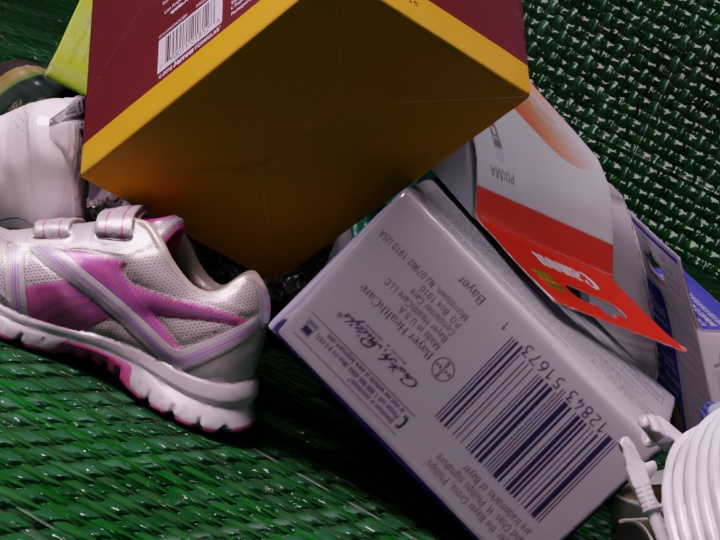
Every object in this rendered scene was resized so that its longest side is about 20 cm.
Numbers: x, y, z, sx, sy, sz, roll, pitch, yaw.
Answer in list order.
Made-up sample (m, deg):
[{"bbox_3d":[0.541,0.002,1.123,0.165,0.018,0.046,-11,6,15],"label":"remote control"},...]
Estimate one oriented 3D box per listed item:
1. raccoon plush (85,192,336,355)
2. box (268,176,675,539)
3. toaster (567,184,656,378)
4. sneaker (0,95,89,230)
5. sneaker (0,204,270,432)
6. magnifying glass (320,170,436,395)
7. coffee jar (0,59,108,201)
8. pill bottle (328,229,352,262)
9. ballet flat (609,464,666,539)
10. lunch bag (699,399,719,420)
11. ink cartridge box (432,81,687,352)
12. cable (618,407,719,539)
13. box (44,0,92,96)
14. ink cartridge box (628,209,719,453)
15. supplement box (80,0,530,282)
[{"bbox_3d":[-0.078,-0.049,1.540,0.134,0.201,0.097,32,-25,-11],"label":"raccoon plush"},{"bbox_3d":[0.064,0.050,1.445,0.184,0.105,0.200,46,9,3],"label":"box"},{"bbox_3d":[0.106,0.011,1.673,0.113,0.202,0.129,-17,-15,27],"label":"toaster"},{"bbox_3d":[-0.196,-0.044,1.464,0.086,0.075,0.200,6,-17,-21],"label":"sneaker"},{"bbox_3d":[-0.129,0.003,1.389,0.199,0.089,0.081,25,8,1],"label":"sneaker"},{"bbox_3d":[0.011,-0.021,1.628,0.022,0.201,0.079,28,-24,-38],"label":"magnifying glass"},{"bbox_3d":[-0.172,-0.057,1.646,0.104,0.085,0.200,39,-1,-33],"label":"coffee jar"},{"bbox_3d":[0.000,0.000,1.737,0.111,0.112,0.199,31,9,40],"label":"pill bottle"},{"bbox_3d":[0.171,0.141,1.513,0.074,0.075,0.200,24,5,-5],"label":"ballet flat"},{"bbox_3d":[0.257,0.147,1.501,0.200,0.075,0.161,-118,-174,-75],"label":"lunch bag"},{"bbox_3d":[0.096,-0.049,1.500,0.200,0.050,0.162,47,15,32],"label":"ink cartridge box"},{"bbox_3d":[0.229,0.146,1.310,0.199,0.069,0.201,11,48,-46],"label":"cable"},{"bbox_3d":[-0.071,-0.122,1.611,0.199,0.122,0.048,28,28,-2],"label":"box"},{"bbox_3d":[0.219,0.065,1.741,0.047,0.202,0.198,-11,12,-3],"label":"ink cartridge box"},{"bbox_3d":[-0.031,-0.143,1.418,0.132,0.197,0.201,29,43,-32],"label":"supplement box"}]
